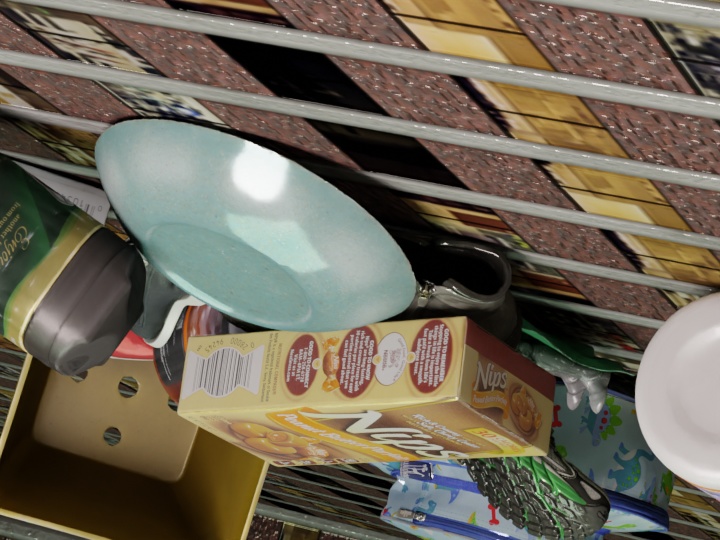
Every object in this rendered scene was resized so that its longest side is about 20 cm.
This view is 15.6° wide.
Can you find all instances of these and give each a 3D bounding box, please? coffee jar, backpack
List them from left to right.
[{"bbox_3d":[-0.216,-0.023,1.511,0.200,0.085,0.104,35,171,7],"label":"coffee jar"},{"bbox_3d":[0.123,0.141,1.883,0.200,0.147,0.183,4,168,37],"label":"backpack"}]

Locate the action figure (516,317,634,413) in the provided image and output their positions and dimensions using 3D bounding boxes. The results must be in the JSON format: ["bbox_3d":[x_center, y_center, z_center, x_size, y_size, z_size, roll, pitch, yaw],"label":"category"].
[{"bbox_3d":[0.064,0.038,1.682,0.200,0.055,0.118,23,172,-15],"label":"action figure"}]

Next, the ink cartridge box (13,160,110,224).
[{"bbox_3d":[-0.270,-0.048,1.749,0.197,0.047,0.200,16,168,-7],"label":"ink cartridge box"}]

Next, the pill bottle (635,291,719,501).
[{"bbox_3d":[0.241,0.089,1.501,0.112,0.112,0.200,10,169,30],"label":"pill bottle"}]

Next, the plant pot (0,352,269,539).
[{"bbox_3d":[-0.173,0.101,2.046,0.200,0.200,0.176,18,-177,-11],"label":"plant pot"}]

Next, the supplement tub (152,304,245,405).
[{"bbox_3d":[-0.074,0.047,1.782,0.107,0.107,0.200,18,171,-12],"label":"supplement tub"}]

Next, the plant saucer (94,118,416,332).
[{"bbox_3d":[-0.067,-0.012,1.484,0.201,0.039,0.201,22,156,10],"label":"plant saucer"}]

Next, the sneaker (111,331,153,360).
[{"bbox_3d":[-0.205,0.024,1.883,0.200,0.078,0.116,17,-175,-12],"label":"sneaker"}]

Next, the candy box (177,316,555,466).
[{"bbox_3d":[0.004,0.076,1.596,0.200,0.055,0.115,-4,158,32],"label":"candy box"}]

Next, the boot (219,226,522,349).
[{"bbox_3d":[0.000,0.000,1.572,0.200,0.068,0.131,8,162,13],"label":"boot"}]

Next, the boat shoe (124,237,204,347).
[{"bbox_3d":[-0.136,-0.001,1.728,0.060,0.076,0.200,17,158,-12],"label":"boat shoe"}]

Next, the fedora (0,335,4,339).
[{"bbox_3d":[-0.354,-0.002,2.023,0.200,0.082,0.201,11,171,2],"label":"fedora"}]

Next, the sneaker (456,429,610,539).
[{"bbox_3d":[0.102,0.100,1.745,0.200,0.085,0.078,46,161,38],"label":"sneaker"}]
